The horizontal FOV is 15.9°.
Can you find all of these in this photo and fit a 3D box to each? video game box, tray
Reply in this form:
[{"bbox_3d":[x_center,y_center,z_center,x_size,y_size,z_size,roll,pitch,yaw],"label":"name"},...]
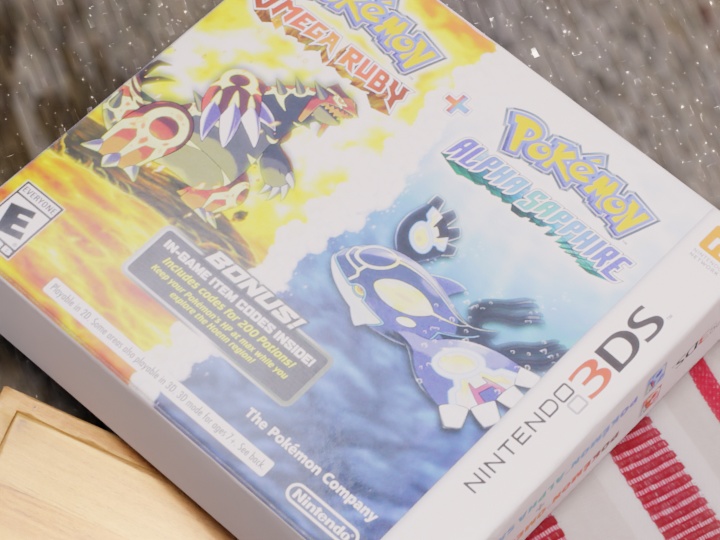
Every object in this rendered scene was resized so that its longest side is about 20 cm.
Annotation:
[{"bbox_3d":[0.000,0.000,0.835,0.200,0.047,0.182,38,62,18],"label":"video game box"},{"bbox_3d":[-0.044,0.123,0.824,0.199,0.037,0.099,24,71,0],"label":"tray"}]

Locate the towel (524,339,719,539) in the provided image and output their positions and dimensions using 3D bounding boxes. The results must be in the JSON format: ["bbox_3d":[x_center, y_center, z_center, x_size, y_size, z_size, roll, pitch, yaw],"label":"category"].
[{"bbox_3d":[0.095,0.081,0.834,0.199,0.023,0.144,-22,64,-23],"label":"towel"}]
